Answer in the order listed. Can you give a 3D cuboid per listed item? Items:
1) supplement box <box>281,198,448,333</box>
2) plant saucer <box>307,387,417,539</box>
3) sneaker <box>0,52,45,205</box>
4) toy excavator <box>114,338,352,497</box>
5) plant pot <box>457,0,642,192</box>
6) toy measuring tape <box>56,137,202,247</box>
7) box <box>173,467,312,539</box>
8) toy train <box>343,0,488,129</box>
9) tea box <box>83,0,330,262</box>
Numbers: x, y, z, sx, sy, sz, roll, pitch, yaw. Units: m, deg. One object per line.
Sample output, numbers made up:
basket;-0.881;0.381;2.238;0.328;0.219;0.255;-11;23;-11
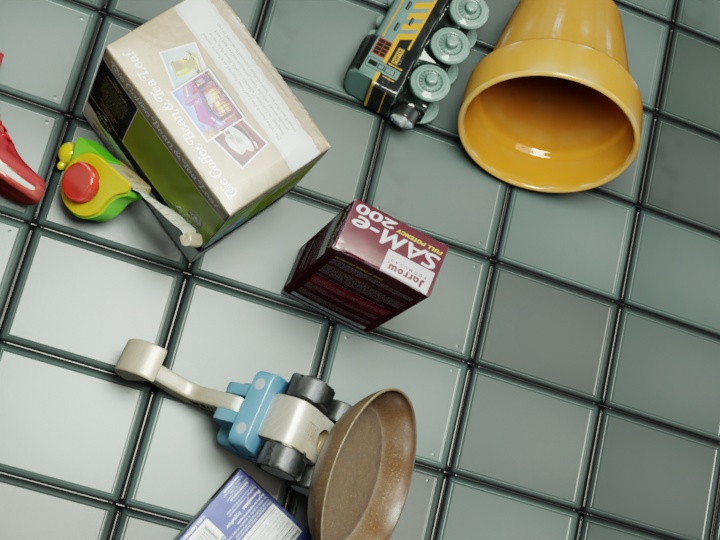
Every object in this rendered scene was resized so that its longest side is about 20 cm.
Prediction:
supplement box;0.000;0.000;1.339;0.109;0.200;0.061;27;71;-11
plant saucer;-0.003;0.212;1.323;0.037;0.200;0.201;14;69;26
sneaker;-0.375;-0.165;1.320;0.200;0.078;0.116;41;70;-7
toy excavator;-0.128;0.142;1.325;0.194;0.200;0.100;48;58;-52
plant pot;0.223;-0.220;1.482;0.200;0.200;0.183;22;56;-12
toy measuring tape;-0.244;-0.063;1.324;0.074;0.074;0.200;-40;64;-22
box;-0.091;0.312;1.328;0.200;0.032;0.121;44;69;-3
toy train;0.065;-0.257;1.488;0.114;0.085;0.200;28;70;0
tea box;-0.161;-0.142;1.321;0.134;0.197;0.200;-36;91;-22
